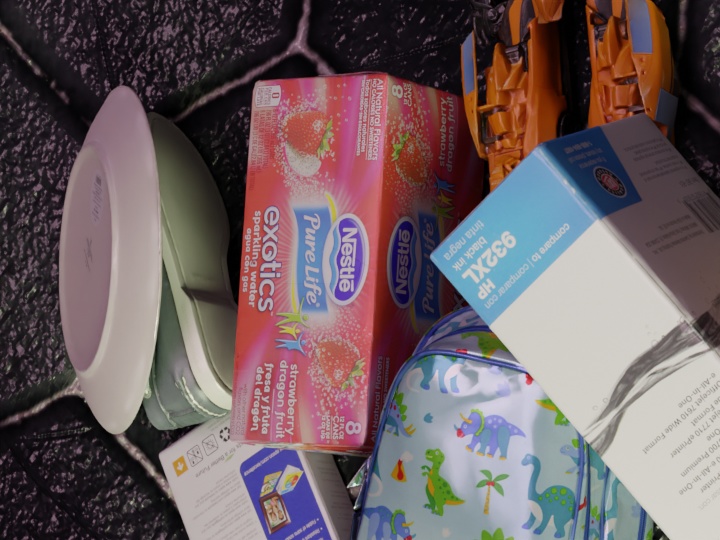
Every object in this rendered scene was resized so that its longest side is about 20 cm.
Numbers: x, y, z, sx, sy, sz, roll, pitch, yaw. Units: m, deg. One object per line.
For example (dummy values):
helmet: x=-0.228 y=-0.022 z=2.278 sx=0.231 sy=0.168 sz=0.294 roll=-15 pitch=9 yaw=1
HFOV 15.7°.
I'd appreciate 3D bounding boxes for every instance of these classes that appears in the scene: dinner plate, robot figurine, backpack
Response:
dinner plate: x=-0.148 y=-0.006 z=1.506 sx=0.200 sy=0.024 sz=0.201 roll=-178 pitch=90 yaw=-70
robot figurine: x=0.110 y=-0.131 z=1.375 sx=0.144 sy=0.058 sz=0.201 roll=-11 pitch=77 yaw=32
backpack: x=0.075 y=0.115 z=1.316 sx=0.163 sy=0.154 sz=0.201 roll=17 pitch=86 yaw=32

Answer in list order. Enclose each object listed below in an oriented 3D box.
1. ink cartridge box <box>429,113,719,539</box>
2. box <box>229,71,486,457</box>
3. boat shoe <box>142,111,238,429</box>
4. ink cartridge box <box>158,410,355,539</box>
ink cartridge box: x=0.149 y=0.032 z=1.237 sx=0.084 sy=0.145 sz=0.200 roll=-45 pitch=78 yaw=25
box: x=0.000 y=0.000 z=1.413 sx=0.095 sy=0.100 sz=0.201 roll=0 pitch=83 yaw=37
boat shoe: x=-0.113 y=0.000 z=1.502 sx=0.062 sy=0.073 sz=0.201 roll=-31 pitch=57 yaw=26
ink cartridge box: x=-0.041 y=0.166 z=1.459 sx=0.095 sy=0.037 sz=0.201 roll=-36 pitch=62 yaw=27
